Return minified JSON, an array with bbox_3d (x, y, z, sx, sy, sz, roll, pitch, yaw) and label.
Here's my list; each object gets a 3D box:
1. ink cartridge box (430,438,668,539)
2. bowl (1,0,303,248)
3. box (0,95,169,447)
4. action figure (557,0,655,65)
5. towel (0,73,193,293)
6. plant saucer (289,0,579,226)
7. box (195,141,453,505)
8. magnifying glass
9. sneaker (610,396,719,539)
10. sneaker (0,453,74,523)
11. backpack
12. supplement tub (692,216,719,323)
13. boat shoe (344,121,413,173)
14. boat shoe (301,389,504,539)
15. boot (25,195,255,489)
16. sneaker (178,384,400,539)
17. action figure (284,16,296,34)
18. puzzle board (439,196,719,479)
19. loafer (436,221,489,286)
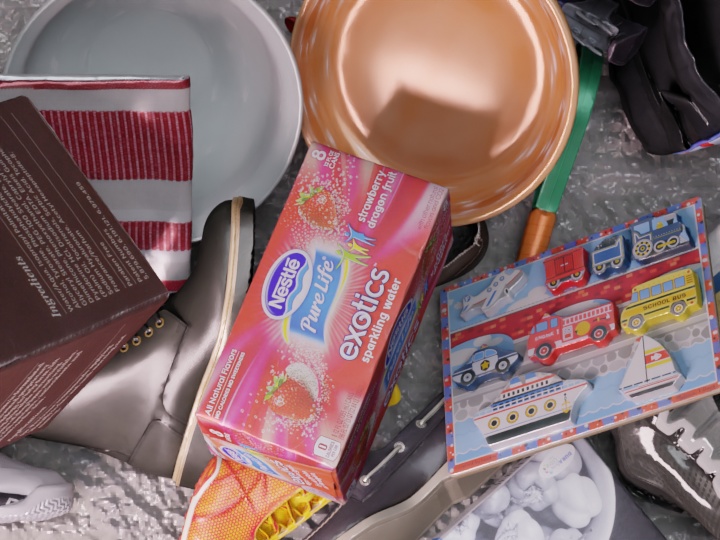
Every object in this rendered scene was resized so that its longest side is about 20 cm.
[{"bbox_3d":[0.131,0.243,1.548,0.198,0.043,0.200,-40,88,-13],"label":"ink cartridge box"},{"bbox_3d":[-0.141,-0.123,1.538,0.199,0.091,0.203,-3,114,-6],"label":"bowl"},{"bbox_3d":[-0.261,0.021,1.391,0.165,0.166,0.200,54,36,9],"label":"box"},{"bbox_3d":[0.108,-0.217,1.537,0.199,0.131,0.069,32,32,24],"label":"action figure"},{"bbox_3d":[-0.182,-0.032,1.513,0.143,0.023,0.202,-1,114,-8],"label":"towel"},{"bbox_3d":[0.050,-0.130,1.516,0.198,0.037,0.202,5,108,16],"label":"plant saucer"},{"bbox_3d":[-0.020,0.034,1.463,0.099,0.096,0.201,20,73,11],"label":"box"},{"bbox_3d":[0.133,-0.062,1.597,0.022,0.080,0.202,14,88,-5],"label":"magnifying glass"},{"bbox_3d":[0.228,0.138,1.561,0.066,0.091,0.201,-32,81,-42],"label":"sneaker"},{"bbox_3d":[-0.281,0.100,1.501,0.198,0.075,0.116,9,81,-3],"label":"sneaker"},{"bbox_3d":[0.245,-0.180,1.583,0.153,0.200,0.192,-3,83,-22],"label":"backpack"},{"bbox_3d":[0.307,0.044,1.558,0.144,0.145,0.200,-40,86,-13],"label":"supplement tub"},{"bbox_3d":[0.074,-0.110,1.598,0.199,0.071,0.064,-32,84,-4],"label":"boat shoe"},{"bbox_3d":[0.017,0.150,1.547,0.199,0.073,0.063,-37,61,-13],"label":"boat shoe"},{"bbox_3d":[-0.146,0.039,1.504,0.137,0.078,0.202,13,103,-1],"label":"boot"},{"bbox_3d":[-0.050,0.136,1.505,0.077,0.073,0.201,30,80,32],"label":"sneaker"},{"bbox_3d":[0.029,-0.230,1.613,0.199,0.052,0.066,-28,121,-24],"label":"action figure"},{"bbox_3d":[0.141,0.043,1.507,0.199,0.017,0.152,-21,49,24],"label":"puzzle board"},{"bbox_3d":[0.000,0.000,1.561,0.199,0.071,0.073,-30,84,-12],"label":"loafer"}]
